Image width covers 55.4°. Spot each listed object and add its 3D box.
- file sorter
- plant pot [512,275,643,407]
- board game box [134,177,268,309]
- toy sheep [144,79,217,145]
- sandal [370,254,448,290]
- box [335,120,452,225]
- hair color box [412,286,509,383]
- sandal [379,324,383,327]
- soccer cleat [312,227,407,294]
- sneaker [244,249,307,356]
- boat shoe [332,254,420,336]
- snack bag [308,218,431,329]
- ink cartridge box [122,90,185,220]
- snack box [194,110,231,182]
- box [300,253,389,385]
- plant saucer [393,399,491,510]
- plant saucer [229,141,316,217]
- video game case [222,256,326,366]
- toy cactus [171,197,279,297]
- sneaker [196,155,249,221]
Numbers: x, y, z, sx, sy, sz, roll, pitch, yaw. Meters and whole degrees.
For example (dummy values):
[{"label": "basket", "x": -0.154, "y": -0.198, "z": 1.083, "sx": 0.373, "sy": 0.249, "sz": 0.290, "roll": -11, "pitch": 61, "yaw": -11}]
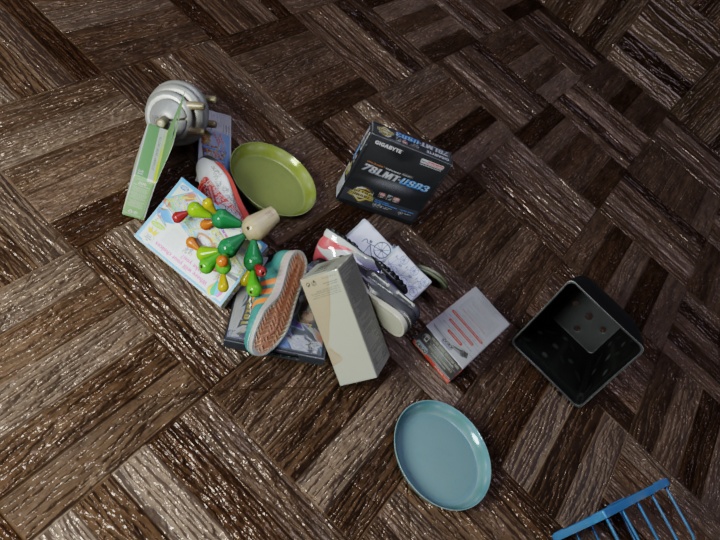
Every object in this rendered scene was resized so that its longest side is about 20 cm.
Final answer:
[{"label": "file sorter", "x": 0.470, "y": 0.475, "z": 1.210, "sx": 0.196, "sy": 0.139, "sz": 0.125, "roll": -7, "pitch": 59, "yaw": -35}, {"label": "plant pot", "x": 0.480, "y": 0.131, "z": 1.482, "sx": 0.199, "sy": 0.201, "sz": 0.177, "roll": 44, "pitch": 31, "yaw": 10}, {"label": "board game box", "x": -0.279, "y": -0.049, "z": 1.210, "sx": 0.199, "sy": 0.034, "sz": 0.135, "roll": 38, "pitch": 79, "yaw": 4}, {"label": "toy sheep", "x": -0.362, "y": -0.312, "z": 1.362, "sx": 0.136, "sy": 0.140, "sz": 0.200, "roll": 29, "pitch": 16, "yaw": -6}, {"label": "sandal", "x": 0.085, "y": 0.015, "z": 1.418, "sx": 0.196, "sy": 0.080, "sz": 0.059, "roll": 13, "pitch": 78, "yaw": -3}, {"label": "box", "x": 0.070, "y": -0.206, "z": 1.494, "sx": 0.196, "sy": 0.199, "sz": 0.051, "roll": 17, "pitch": 47, "yaw": -19}, {"label": "hair color box", "x": 0.207, "y": 0.127, "z": 1.396, "sx": 0.111, "sy": 0.064, "sz": 0.199, "roll": 48, "pitch": 43, "yaw": 12}, {"label": "sandal", "x": -0.012, "y": 0.082, "z": 1.287, "sx": 0.194, "sy": 0.046, "sz": 0.077, "roll": -4, "pitch": 54, "yaw": 1}, {"label": "soccer cleat", "x": 0.000, "y": 0.000, "z": 1.317, "sx": 0.198, "sy": 0.074, "sz": 0.068, "roll": 35, "pitch": 4, "yaw": 4}, {"label": "sneaker", "x": -0.159, "y": 0.055, "z": 1.181, "sx": 0.072, "sy": 0.078, "sz": 0.203, "roll": 50, "pitch": 51, "yaw": -41}, {"label": "boat shoe", "x": 0.027, "y": 0.037, "z": 1.251, "sx": 0.062, "sy": 0.074, "sz": 0.199, "roll": -32, "pitch": 62, "yaw": -31}, {"label": "snack bag", "x": 0.013, "y": 0.011, "z": 1.351, "sx": 0.188, "sy": 0.021, "sz": 0.200, "roll": -39, "pitch": 77, "yaw": -20}, {"label": "ink cartridge box", "x": -0.371, "y": -0.210, "z": 1.224, "sx": 0.047, "sy": 0.201, "sz": 0.148, "roll": 16, "pitch": 46, "yaw": -21}, {"label": "snack box", "x": -0.307, "y": -0.259, "z": 1.433, "sx": 0.070, "sy": 0.024, "sz": 0.204, "roll": 12, "pitch": 48, "yaw": -24}, {"label": "box", "x": -0.024, "y": 0.085, "z": 1.194, "sx": 0.205, "sy": 0.076, "sz": 0.095, "roll": 71, "pitch": 22, "yaw": -11}, {"label": "plant saucer", "x": 0.141, "y": 0.327, "z": 1.211, "sx": 0.196, "sy": 0.028, "sz": 0.204, "roll": 17, "pitch": 47, "yaw": -19}, {"label": "plant saucer", "x": -0.186, "y": -0.184, "z": 1.432, "sx": 0.196, "sy": 0.031, "sz": 0.203, "roll": 21, "pitch": 45, "yaw": -22}, {"label": "video game case", "x": -0.140, "y": 0.065, "z": 1.231, "sx": 0.176, "sy": 0.026, "sz": 0.203, "roll": 12, "pitch": 49, "yaw": -7}, {"label": "toy cactus", "x": -0.210, "y": -0.058, "z": 1.158, "sx": 0.164, "sy": 0.103, "sz": 0.200, "roll": -37, "pitch": 70, "yaw": -21}, {"label": "sneaker", "x": -0.283, "y": -0.124, "z": 1.290, "sx": 0.107, "sy": 0.067, "sz": 0.204, "roll": -23, "pitch": 78, "yaw": -43}]
